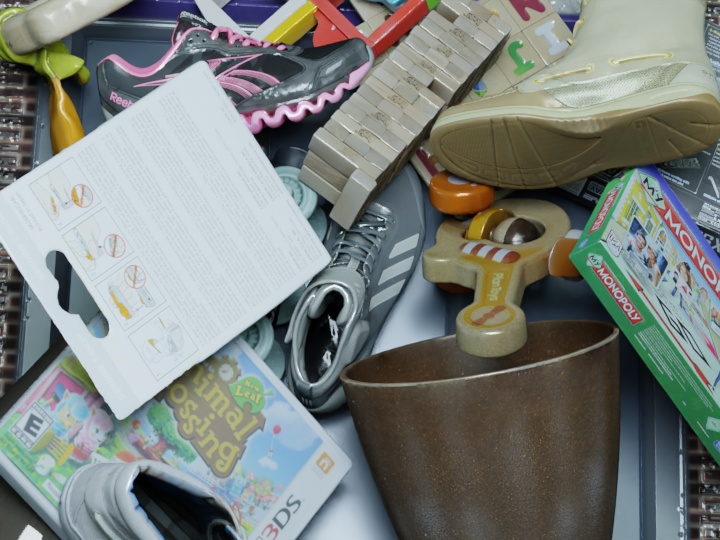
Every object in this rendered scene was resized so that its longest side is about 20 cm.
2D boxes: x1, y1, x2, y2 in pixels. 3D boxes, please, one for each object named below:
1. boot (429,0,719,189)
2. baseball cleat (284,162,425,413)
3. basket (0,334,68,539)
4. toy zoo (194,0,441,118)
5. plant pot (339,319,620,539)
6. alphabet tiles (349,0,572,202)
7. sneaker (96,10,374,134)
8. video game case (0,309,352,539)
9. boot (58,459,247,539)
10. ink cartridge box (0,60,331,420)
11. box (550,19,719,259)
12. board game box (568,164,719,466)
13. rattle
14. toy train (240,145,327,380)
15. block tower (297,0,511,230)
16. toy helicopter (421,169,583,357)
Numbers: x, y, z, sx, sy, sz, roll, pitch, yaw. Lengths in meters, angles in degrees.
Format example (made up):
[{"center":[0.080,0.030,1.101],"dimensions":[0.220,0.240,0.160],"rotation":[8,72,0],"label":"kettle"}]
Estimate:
[{"center":[0.148,-0.141,1.391],"dimensions":[0.198,0.073,0.156],"rotation":[-9,49,15],"label":"boot"},{"center":[0.000,0.000,1.393],"dimensions":[0.069,0.107,0.201],"rotation":[13,72,6],"label":"baseball cleat"},{"center":[-0.208,0.148,1.328],"dimensions":[0.179,0.136,0.201],"rotation":[21,65,33],"label":"basket"},{"center":[-0.030,-0.199,1.469],"dimensions":[0.200,0.020,0.131],"rotation":[-42,64,-7],"label":"toy zoo"},{"center":[0.093,0.150,1.328],"dimensions":[0.185,0.187,0.202],"rotation":[-10,97,-6],"label":"plant pot"},{"center":[0.080,-0.153,1.481],"dimensions":[0.166,0.006,0.201],"rotation":[-30,78,-20],"label":"alphabet tiles"},{"center":[-0.091,-0.137,1.381],"dimensions":[0.198,0.079,0.096],"rotation":[-17,97,-1],"label":"sneaker"},{"center":[-0.120,0.119,1.292],"dimensions":[0.200,0.022,0.182],"rotation":[49,58,-15],"label":"video game case"},{"center":[-0.092,0.189,1.225],"dimensions":[0.200,0.095,0.074],"rotation":[42,61,-20],"label":"boot"},{"center":[-0.133,-0.018,1.284],"dimensions":[0.200,0.050,0.163],"rotation":[-37,97,-33],"label":"ink cartridge box"},{"center":[0.238,-0.101,1.453],"dimensions":[0.199,0.050,0.159],"rotation":[24,66,3],"label":"box"},{"center":[0.222,0.032,1.357],"dimensions":[0.200,0.029,0.135],"rotation":[53,34,-13],"label":"board game box"},{"center":[-0.157,-0.172,1.456],"dimensions":[0.200,0.130,0.143],"rotation":[-35,89,-39],"label":"rattle"},{"center":[-0.096,0.000,1.404],"dimensions":[0.113,0.085,0.201],"rotation":[13,73,11],"label":"toy train"},{"center":[0.032,-0.119,1.407],"dimensions":[0.058,0.054,0.200],"rotation":[36,56,5],"label":"block tower"},{"center":[0.104,0.003,1.351],"dimensions":[0.131,0.200,0.079],"rotation":[2,118,9],"label":"toy helicopter"}]
